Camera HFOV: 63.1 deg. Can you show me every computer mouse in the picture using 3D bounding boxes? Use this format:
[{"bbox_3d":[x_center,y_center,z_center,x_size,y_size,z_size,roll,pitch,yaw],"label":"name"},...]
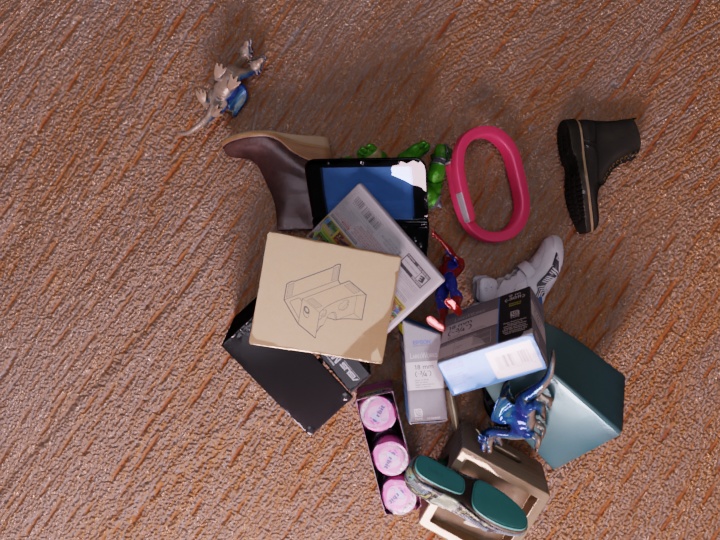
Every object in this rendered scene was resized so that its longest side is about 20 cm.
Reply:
[{"bbox_3d":[0.223,0.181,1.036,0.058,0.034,0.202,-17,81,-17],"label":"computer mouse"}]

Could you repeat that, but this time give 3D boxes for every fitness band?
[{"bbox_3d":[0.222,-0.148,1.013,0.143,0.037,0.202,-15,94,-24],"label":"fitness band"}]

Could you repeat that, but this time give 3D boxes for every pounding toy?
[{"bbox_3d":[0.192,0.344,0.993,0.199,0.142,0.185,28,104,4],"label":"pounding toy"}]

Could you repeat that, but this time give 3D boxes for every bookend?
[{"bbox_3d":[-0.120,0.140,0.974,0.092,0.199,0.200,-42,99,0],"label":"bookend"}]

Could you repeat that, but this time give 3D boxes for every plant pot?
[{"bbox_3d":[0.298,0.179,0.946,0.200,0.141,0.141,42,127,-1],"label":"plant pot"}]

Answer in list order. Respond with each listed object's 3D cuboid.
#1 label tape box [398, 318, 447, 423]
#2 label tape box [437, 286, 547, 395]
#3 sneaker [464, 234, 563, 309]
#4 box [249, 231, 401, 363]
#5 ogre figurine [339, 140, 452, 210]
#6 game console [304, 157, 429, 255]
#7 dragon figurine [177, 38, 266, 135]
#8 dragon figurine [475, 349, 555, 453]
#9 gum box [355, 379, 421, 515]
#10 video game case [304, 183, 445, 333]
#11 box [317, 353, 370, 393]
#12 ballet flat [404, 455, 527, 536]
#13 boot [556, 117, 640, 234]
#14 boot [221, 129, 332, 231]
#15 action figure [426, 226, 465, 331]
[{"bbox_3d":[0.098,0.135,0.971,0.063,0.144,0.202,-5,89,1],"label":"label tape box"},{"bbox_3d":[0.200,0.087,0.886,0.143,0.200,0.064,-22,109,24],"label":"label tape box"},{"bbox_3d":[0.264,0.016,1.012,0.114,0.075,0.201,25,93,-2],"label":"sneaker"},{"bbox_3d":[-0.051,0.042,0.857,0.198,0.021,0.165,10,91,-7],"label":"box"},{"bbox_3d":[0.066,-0.154,1.014,0.198,0.098,0.121,-3,72,-22],"label":"ogre figurine"},{"bbox_3d":[0.005,-0.074,0.931,0.198,0.119,0.174,2,65,13],"label":"game console"},{"bbox_3d":[-0.236,-0.309,1.027,0.059,0.099,0.201,36,109,-2],"label":"dragon figurine"},{"bbox_3d":[0.232,0.205,0.881,0.099,0.059,0.202,16,120,25],"label":"dragon figurine"},{"bbox_3d":[0.047,0.298,0.991,0.066,0.114,0.202,-14,89,0],"label":"gum box"},{"bbox_3d":[0.000,0.000,0.907,0.182,0.023,0.200,-43,78,13],"label":"video game case"},{"bbox_3d":[-0.062,0.101,0.974,0.044,0.160,0.200,-40,89,-1],"label":"box"},{"bbox_3d":[0.157,0.352,0.901,0.199,0.074,0.075,30,89,6],"label":"ballet flat"},{"bbox_3d":[0.430,-0.170,1.018,0.137,0.077,0.202,-7,90,-4],"label":"boot"},{"bbox_3d":[-0.144,-0.154,1.023,0.198,0.072,0.168,1,87,-3],"label":"boot"},{"bbox_3d":[0.124,0.005,0.960,0.099,0.200,0.065,42,116,-8],"label":"action figure"}]
